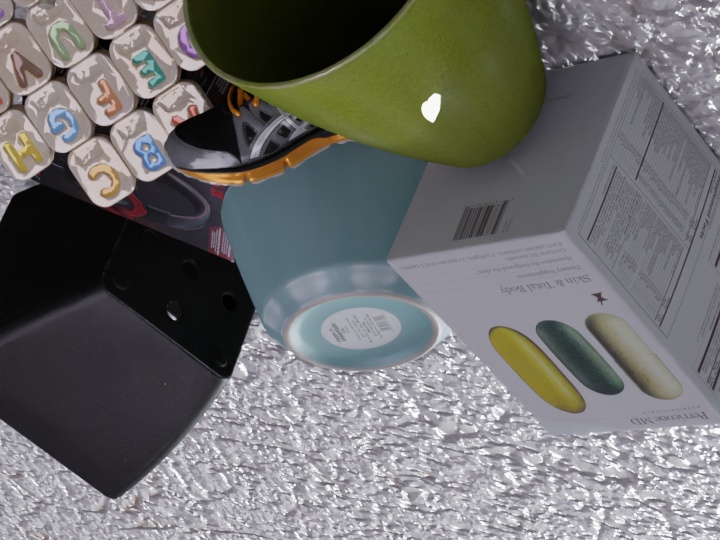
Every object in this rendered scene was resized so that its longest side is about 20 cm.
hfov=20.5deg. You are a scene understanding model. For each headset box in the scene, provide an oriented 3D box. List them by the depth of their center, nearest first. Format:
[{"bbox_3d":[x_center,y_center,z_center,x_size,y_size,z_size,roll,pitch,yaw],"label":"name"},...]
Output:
[{"bbox_3d":[-0.146,-0.100,1.473,0.199,0.075,0.149,22,148,5],"label":"headset box"}]

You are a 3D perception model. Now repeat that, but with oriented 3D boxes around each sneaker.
[{"bbox_3d":[-0.041,-0.119,1.329,0.199,0.078,0.078,-20,124,5],"label":"sneaker"}]

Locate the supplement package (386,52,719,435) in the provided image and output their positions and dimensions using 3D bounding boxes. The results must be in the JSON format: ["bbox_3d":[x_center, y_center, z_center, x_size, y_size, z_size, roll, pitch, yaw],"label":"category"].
[{"bbox_3d":[0.152,-0.011,1.316,0.151,0.151,0.200,-9,136,43],"label":"supplement package"}]

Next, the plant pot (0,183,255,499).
[{"bbox_3d":[-0.190,0.030,1.611,0.200,0.200,0.177,39,136,-23],"label":"plant pot"}]

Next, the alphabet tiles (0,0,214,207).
[{"bbox_3d":[-0.193,-0.147,1.382,0.199,0.015,0.196,-29,102,23],"label":"alphabet tiles"}]

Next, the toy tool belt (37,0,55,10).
[{"bbox_3d":[-0.135,-0.236,1.207,0.125,0.123,0.200,34,148,-16],"label":"toy tool belt"}]

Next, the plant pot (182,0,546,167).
[{"bbox_3d":[0.026,-0.148,1.200,0.186,0.188,0.200,0,157,36],"label":"plant pot"}]

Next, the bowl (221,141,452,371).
[{"bbox_3d":[0.000,0.000,1.425,0.199,0.106,0.201,-2,148,-1],"label":"bowl"}]
